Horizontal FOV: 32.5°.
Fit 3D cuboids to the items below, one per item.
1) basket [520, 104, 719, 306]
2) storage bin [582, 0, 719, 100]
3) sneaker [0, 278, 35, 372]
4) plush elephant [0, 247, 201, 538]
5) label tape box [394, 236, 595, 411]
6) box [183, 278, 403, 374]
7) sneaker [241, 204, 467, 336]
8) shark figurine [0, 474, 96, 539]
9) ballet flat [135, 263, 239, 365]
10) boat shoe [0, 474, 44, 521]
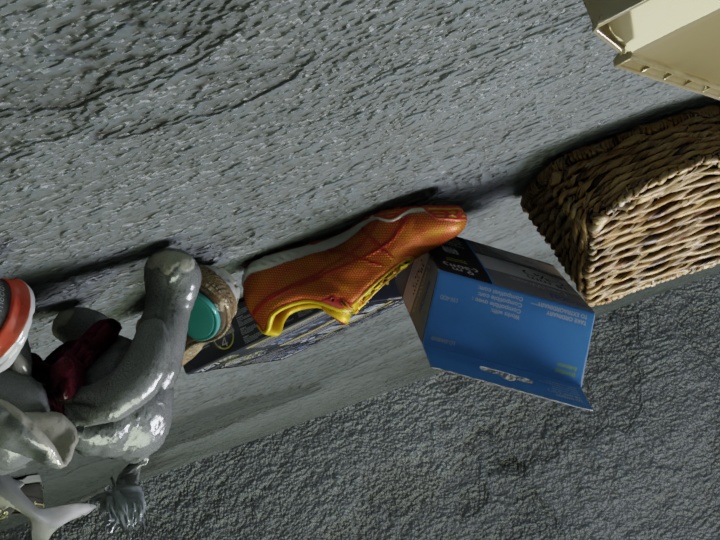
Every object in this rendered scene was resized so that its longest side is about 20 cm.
[{"bbox_3d":[0.254,-0.087,1.090,0.200,0.149,0.143,-18,137,-8],"label":"basket"},{"bbox_3d":[0.198,-0.159,0.502,0.200,0.094,0.198,-25,168,30],"label":"storage bin"},{"bbox_3d":[-0.291,0.040,0.783,0.200,0.077,0.082,-27,140,34],"label":"sneaker"},{"bbox_3d":[-0.218,0.083,0.866,0.155,0.201,0.165,16,156,-41],"label":"plush elephant"},{"bbox_3d":[0.117,0.034,1.048,0.144,0.063,0.200,15,-164,-12],"label":"label tape box"},{"bbox_3d":[-0.062,0.046,1.244,0.200,0.049,0.161,-26,170,34],"label":"box"},{"bbox_3d":[0.000,0.000,1.033,0.200,0.077,0.073,-23,168,12],"label":"sneaker"},{"bbox_3d":[-0.394,0.205,1.324,0.090,0.214,0.128,-55,152,-27],"label":"shark figurine"},{"bbox_3d":[-0.136,0.027,1.006,0.065,0.071,0.200,-45,-174,-28],"label":"ballet flat"},{"bbox_3d":[-0.575,0.371,1.979,0.072,0.060,0.202,-23,170,19],"label":"boat shoe"}]
